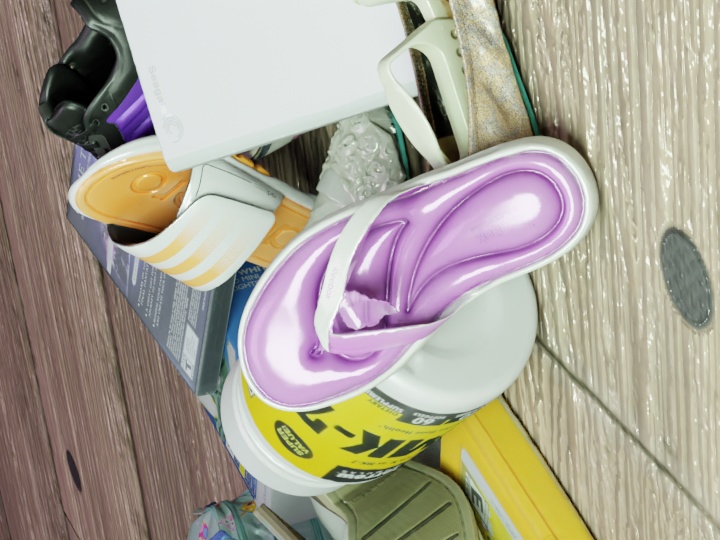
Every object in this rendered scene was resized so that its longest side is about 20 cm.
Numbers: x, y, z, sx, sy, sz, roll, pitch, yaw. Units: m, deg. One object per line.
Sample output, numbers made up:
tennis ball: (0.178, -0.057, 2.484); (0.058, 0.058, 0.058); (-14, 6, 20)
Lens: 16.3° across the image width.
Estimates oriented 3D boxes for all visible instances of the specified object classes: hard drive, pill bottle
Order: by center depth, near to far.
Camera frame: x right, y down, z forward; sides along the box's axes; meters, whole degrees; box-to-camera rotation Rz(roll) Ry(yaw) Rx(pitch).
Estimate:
hard drive: (-0.041, -0.138, 1.316); (0.200, 0.026, 0.132); (-15, 93, 38)
pill bottle: (0.003, 0.048, 1.339); (0.200, 0.114, 0.115); (-43, 66, 59)

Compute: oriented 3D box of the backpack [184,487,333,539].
backpack: (-0.057, 0.221, 1.738); (0.200, 0.126, 0.167); (132, 122, -67)

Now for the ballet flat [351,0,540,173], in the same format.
ballet flat: (0.035, -0.121, 1.208); (0.068, 0.067, 0.200); (-15, 93, 66)

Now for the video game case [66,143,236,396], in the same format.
video game case: (-0.132, -0.037, 1.588); (0.200, 0.019, 0.143); (51, 141, 42)

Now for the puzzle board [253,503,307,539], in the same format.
puzzle board: (0.024, 0.215, 1.423); (0.151, 0.017, 0.200); (43, 177, -30)

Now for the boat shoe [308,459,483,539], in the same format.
boat shoe: (0.026, 0.152, 1.415); (0.068, 0.075, 0.200); (61, 174, -29)

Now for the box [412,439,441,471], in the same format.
box: (0.013, 0.126, 1.579); (0.200, 0.036, 0.145); (-124, 23, -46)

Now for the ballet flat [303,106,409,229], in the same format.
ballet flat: (0.000, 0.000, 1.444); (0.072, 0.072, 0.200); (-136, 34, -57)

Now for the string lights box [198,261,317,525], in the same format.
string lights box: (-0.068, 0.055, 1.602); (0.103, 0.059, 0.200); (94, 153, -43)

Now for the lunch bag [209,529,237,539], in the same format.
lunch bag: (-0.002, 0.253, 1.474); (0.200, 0.094, 0.151); (29, -178, -33)

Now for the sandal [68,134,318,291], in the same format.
sandal: (-0.070, -0.020, 1.440); (0.079, 0.206, 0.059); (-41, 48, 32)

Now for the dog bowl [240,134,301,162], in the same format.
dog bowl: (-0.059, -0.168, 1.447); (0.200, 0.074, 0.201); (163, 90, -73)

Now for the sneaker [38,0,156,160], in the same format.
sneaker: (-0.139, -0.088, 1.452); (0.070, 0.099, 0.200); (47, 144, 44)

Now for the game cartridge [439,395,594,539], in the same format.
game cartridge: (0.097, 0.185, 1.380); (0.177, 0.032, 0.200); (91, 157, -46)

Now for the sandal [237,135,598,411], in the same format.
sandal: (0.018, 0.000, 1.187); (0.083, 0.202, 0.050); (54, -160, -3)
